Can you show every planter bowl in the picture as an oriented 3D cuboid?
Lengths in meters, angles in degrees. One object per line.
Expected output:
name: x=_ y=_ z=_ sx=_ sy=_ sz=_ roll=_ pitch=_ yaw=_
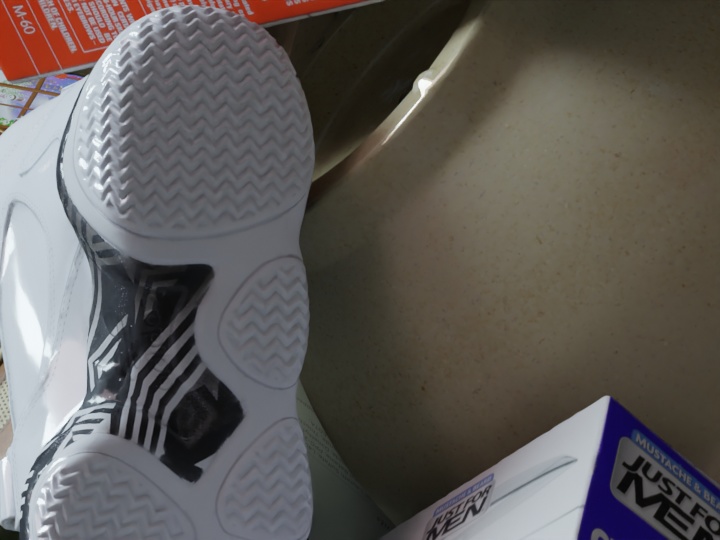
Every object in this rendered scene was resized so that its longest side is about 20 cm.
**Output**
planter bowl: x=0.049 y=-0.018 z=0.833 sx=0.200 sy=0.135 sz=0.200 roll=-44 pitch=20 yaw=20

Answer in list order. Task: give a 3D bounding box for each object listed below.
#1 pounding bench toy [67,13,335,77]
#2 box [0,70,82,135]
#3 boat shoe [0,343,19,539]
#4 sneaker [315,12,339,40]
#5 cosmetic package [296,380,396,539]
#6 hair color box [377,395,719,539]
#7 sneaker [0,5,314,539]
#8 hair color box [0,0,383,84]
pounding bench toy: x=-0.089 y=-0.162 z=0.966 sx=0.124 sy=0.156 sz=0.201 roll=16 pitch=92 yaw=57
box: x=-0.146 y=-0.054 z=1.102 sx=0.200 sy=0.136 sz=0.039 roll=-78 pitch=-2 yaw=-68
boat shoe: x=-0.079 y=0.046 z=0.877 sx=0.074 sy=0.076 sz=0.200 roll=27 pitch=64 yaw=37
sneaker: x=0.051 y=-0.160 z=1.004 sx=0.073 sy=0.114 sz=0.201 roll=9 pitch=87 yaw=61
cosmetic package: x=-0.040 y=0.110 z=0.878 sx=0.113 sy=0.081 sz=0.200 roll=-40 pitch=20 yaw=23
hair color box: x=0.027 y=0.137 z=0.703 sx=0.109 sy=0.065 sz=0.200 roll=-36 pitch=26 yaw=39
sneaker: x=-0.066 y=0.035 z=0.788 sx=0.115 sy=0.075 sz=0.201 roll=-9 pitch=74 yaw=64
hair color box: x=-0.009 y=-0.118 z=0.815 sx=0.200 sy=0.064 sz=0.111 roll=-8 pitch=27 yaw=34
